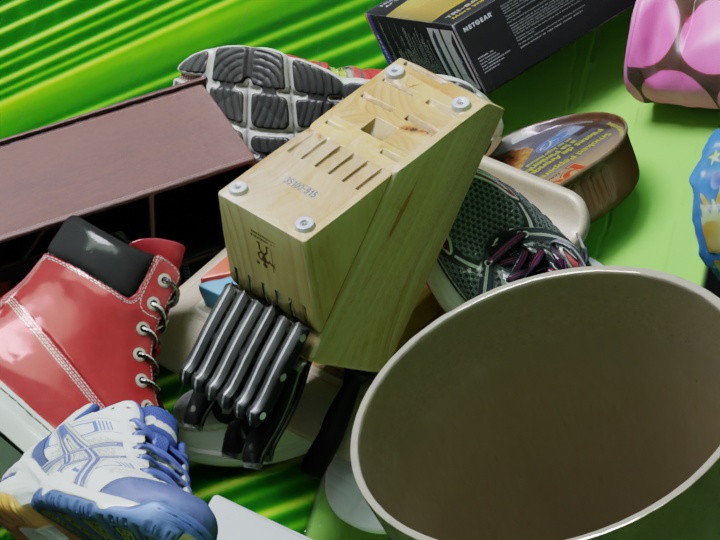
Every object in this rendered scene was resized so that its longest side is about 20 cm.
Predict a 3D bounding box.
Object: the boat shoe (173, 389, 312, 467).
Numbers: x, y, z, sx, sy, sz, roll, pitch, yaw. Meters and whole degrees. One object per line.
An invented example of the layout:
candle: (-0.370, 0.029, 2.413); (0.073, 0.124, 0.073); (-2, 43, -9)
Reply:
boat shoe: (-0.019, 0.055, 1.620); (0.200, 0.069, 0.071); (-15, 36, 8)

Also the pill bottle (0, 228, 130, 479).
pill bottle: (-0.187, 0.042, 1.684); (0.111, 0.112, 0.200); (-7, 38, 19)

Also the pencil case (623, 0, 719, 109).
pencil case: (0.254, -0.142, 1.718); (0.200, 0.094, 0.091); (3, 23, 29)

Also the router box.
router box: (0.120, -0.187, 1.838); (0.200, 0.052, 0.157); (-32, 17, -15)

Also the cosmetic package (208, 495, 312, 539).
cosmetic package: (-0.086, 0.220, 1.398); (0.071, 0.102, 0.200); (25, 46, -1)

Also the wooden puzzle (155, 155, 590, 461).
wooden puzzle: (0.000, 0.000, 1.586); (0.185, 0.037, 0.200); (24, 60, 40)

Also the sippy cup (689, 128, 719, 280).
sippy cup: (0.256, -0.038, 1.563); (0.130, 0.140, 0.178); (-4, -1, 39)

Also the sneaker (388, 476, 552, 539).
sneaker: (0.021, 0.165, 1.413); (0.200, 0.112, 0.073); (-38, 22, -27)

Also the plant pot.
plant pot: (0.112, 0.133, 1.341); (0.187, 0.200, 0.187); (-13, 37, 10)

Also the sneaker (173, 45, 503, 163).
sneaker: (-0.013, -0.091, 1.730); (0.200, 0.077, 0.085); (10, 8, 5)

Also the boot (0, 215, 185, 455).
boot: (-0.113, 0.067, 1.557); (0.200, 0.072, 0.144); (41, 81, 5)

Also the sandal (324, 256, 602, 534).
sandal: (0.069, 0.078, 1.555); (0.079, 0.059, 0.207); (33, 65, 30)

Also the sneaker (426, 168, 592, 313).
sneaker: (0.109, 0.019, 1.502); (0.081, 0.075, 0.200); (-41, 85, -23)

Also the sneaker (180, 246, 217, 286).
sneaker: (-0.041, -0.033, 1.735); (0.073, 0.082, 0.200); (9, 44, 37)

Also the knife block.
knife block: (-0.009, 0.011, 1.492); (0.064, 0.176, 0.200); (30, 54, 33)

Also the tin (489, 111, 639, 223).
tin: (0.078, -0.033, 1.683); (0.200, 0.042, 0.112); (-32, 18, -26)

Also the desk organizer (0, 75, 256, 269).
desk organizer: (-0.162, -0.035, 1.635); (0.200, 0.072, 0.077); (-19, 47, -20)

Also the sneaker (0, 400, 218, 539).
sneaker: (-0.118, 0.101, 1.422); (0.088, 0.075, 0.200); (-52, 25, -18)
